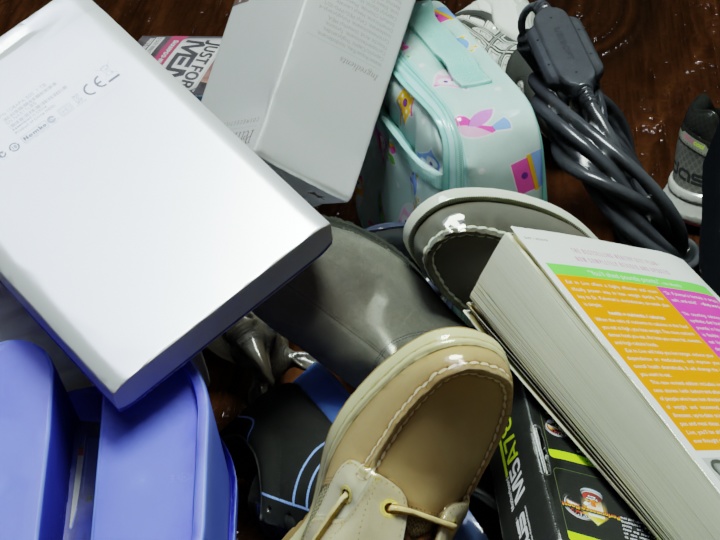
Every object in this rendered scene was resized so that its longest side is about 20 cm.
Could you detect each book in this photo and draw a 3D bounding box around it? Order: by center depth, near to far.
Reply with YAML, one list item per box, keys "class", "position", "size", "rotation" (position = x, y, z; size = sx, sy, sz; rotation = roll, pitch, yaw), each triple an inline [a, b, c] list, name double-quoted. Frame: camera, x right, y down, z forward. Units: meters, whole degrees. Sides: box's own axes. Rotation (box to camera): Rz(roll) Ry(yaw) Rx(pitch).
- class: "book"
  position: [0.153, 0.063, 0.751]
  size: [0.133, 0.048, 0.200]
  rotation: [3, 37, -40]

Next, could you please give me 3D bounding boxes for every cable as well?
- class: "cable"
  position: [0.147, -0.058, 1.022]
  size: [0.051, 0.163, 0.201]
  rotation: [-27, 45, 8]

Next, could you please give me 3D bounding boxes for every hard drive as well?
- class: "hard drive"
  position: [-0.128, -0.041, 0.849]
  size: [0.132, 0.025, 0.200]
  rotation: [-38, 64, -18]

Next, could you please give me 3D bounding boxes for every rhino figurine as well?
- class: "rhino figurine"
  position: [-0.072, 0.017, 0.997]
  size: [0.060, 0.088, 0.200]
  rotation: [-32, 29, -2]

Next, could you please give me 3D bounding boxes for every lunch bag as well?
- class: "lunch bag"
  position: [0.045, -0.070, 1.048]
  size: [0.077, 0.161, 0.200]
  rotation: [-15, 33, -13]

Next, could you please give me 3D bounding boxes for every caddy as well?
- class: "caddy"
  position: [-0.130, 0.125, 0.820]
  size: [0.140, 0.105, 0.201]
  rotation: [-3, 50, 2]

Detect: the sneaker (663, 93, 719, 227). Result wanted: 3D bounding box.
- class: "sneaker"
  position: [0.286, -0.081, 1.084]
  size: [0.198, 0.088, 0.074]
  rotation: [-5, 31, 3]

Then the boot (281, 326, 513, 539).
- class: "boot"
  position: [0.020, 0.138, 0.710]
  size: [0.072, 0.201, 0.156]
  rotation: [22, 22, -28]

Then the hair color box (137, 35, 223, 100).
- class: "hair color box"
  position: [-0.077, -0.123, 1.253]
  size: [0.199, 0.061, 0.100]
  rotation: [3, 33, 14]

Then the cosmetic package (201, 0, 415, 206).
- class: "cosmetic package"
  position: [-0.027, -0.142, 1.013]
  size: [0.101, 0.074, 0.201]
  rotation: [-3, 66, 59]

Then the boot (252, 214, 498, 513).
- class: "boot"
  position: [0.031, 0.052, 0.845]
  size: [0.199, 0.068, 0.131]
  rotation: [33, 12, -21]

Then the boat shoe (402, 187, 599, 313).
- class: "boat shoe"
  position: [0.108, 0.024, 0.891]
  size: [0.201, 0.072, 0.060]
  rotation: [29, 30, -28]

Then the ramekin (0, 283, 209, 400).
- class: "ramekin"
  position: [-0.169, -0.006, 0.964]
  size: [0.105, 0.201, 0.200]
  rotation: [-23, 34, -9]

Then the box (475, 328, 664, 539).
- class: "box"
  position: [0.154, 0.099, 0.786]
  size: [0.199, 0.048, 0.194]
  rotation: [17, 31, -15]

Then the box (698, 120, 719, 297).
- class: "box"
  position: [0.292, -0.031, 0.924]
  size: [0.195, 0.125, 0.200]
  rotation: [17, 34, 0]

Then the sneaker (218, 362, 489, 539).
- class: "sneaker"
  position: [-0.003, 0.122, 0.849]
  size: [0.078, 0.070, 0.200]
  rotation: [-34, 38, -14]

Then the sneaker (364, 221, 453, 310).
- class: "sneaker"
  position: [0.000, 0.000, 0.994]
  size: [0.070, 0.109, 0.200]
  rotation: [-18, 33, -18]

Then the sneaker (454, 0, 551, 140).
- class: "sneaker"
  position: [0.103, -0.131, 1.237]
  size: [0.087, 0.076, 0.200]
  rotation: [-25, 30, 2]
